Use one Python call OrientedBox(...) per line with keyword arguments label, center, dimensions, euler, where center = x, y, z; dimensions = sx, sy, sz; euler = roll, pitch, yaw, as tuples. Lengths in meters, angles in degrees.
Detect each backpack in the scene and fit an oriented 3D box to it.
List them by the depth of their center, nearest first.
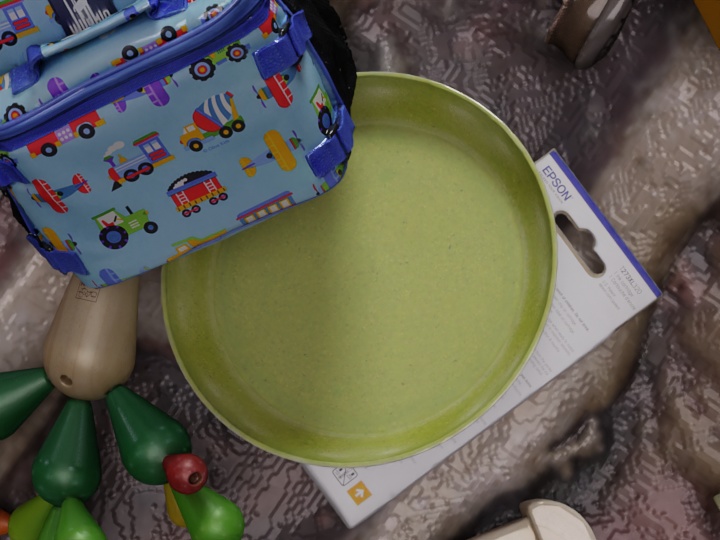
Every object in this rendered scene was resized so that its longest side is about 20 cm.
OrientedBox(label="backpack", center=(-0.110, -0.117, 0.715), dimensions=(0.182, 0.135, 0.200), euler=(-20, 128, 6))

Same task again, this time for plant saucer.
OrientedBox(label="plant saucer", center=(0.000, 0.000, 0.786), dimensions=(0.200, 0.031, 0.200), euler=(-4, 74, 14))

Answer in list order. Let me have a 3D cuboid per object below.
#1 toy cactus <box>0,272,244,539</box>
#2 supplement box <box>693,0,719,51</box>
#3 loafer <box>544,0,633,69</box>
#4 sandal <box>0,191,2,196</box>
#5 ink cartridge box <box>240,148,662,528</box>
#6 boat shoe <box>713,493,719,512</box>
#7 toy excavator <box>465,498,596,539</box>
OrientedBox(label="toy cactus", center=(-0.148, 0.075, 0.776), dimensions=(0.200, 0.102, 0.165), euler=(9, 85, 29))
OrientedBox(label="supplement box", center=(0.232, -0.229, 0.716), dimensions=(0.200, 0.133, 0.197), euler=(-32, 98, -19))
OrientedBox(label="loafer", center=(0.116, -0.198, 0.791), dimensions=(0.071, 0.073, 0.200), euler=(12, 83, 4))
OrientedBox(label="sandal", center=(-0.252, -0.032, 0.803), dimensions=(0.203, 0.050, 0.082), euler=(-39, 92, 1))
OrientedBox(label="ink cartridge box", center=(0.045, 0.035, 0.813), dimensions=(0.200, 0.037, 0.095), euler=(-37, 91, 4))
OrientedBox(label="boat shoe", center=(0.257, 0.186, 0.800), dimensions=(0.068, 0.075, 0.200), euler=(-30, 91, 7))
OrientedBox(label="toy excavator", center=(0.018, 0.210, 0.798), dimensions=(0.194, 0.100, 0.200), euler=(5, 84, -1))
